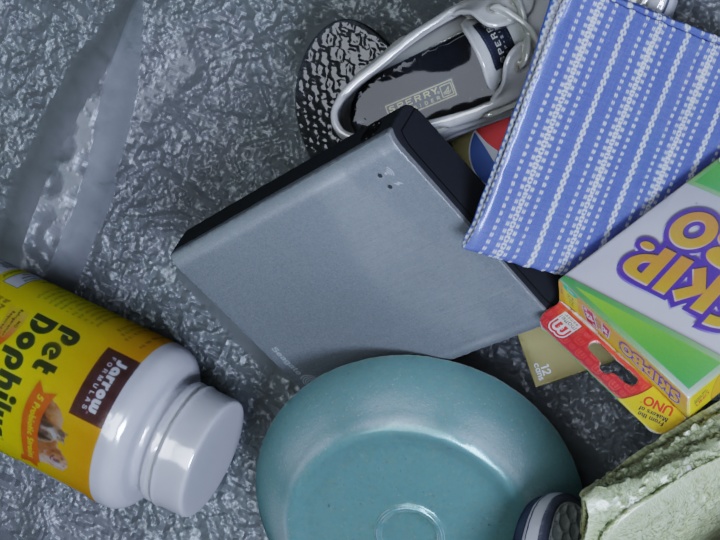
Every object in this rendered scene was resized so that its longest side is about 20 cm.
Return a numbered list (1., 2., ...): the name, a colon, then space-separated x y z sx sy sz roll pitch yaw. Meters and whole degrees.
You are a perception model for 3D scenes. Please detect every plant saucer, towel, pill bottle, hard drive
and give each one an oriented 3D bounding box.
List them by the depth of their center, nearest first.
1. towel: 0.188 0.121 0.725 0.199 0.149 0.037 -26 48 -21
2. towel: 0.151 -0.061 0.752 0.024 0.199 0.146 33 107 52
3. hard drive: 0.000 0.000 0.799 0.140 0.033 0.199 46 138 -19
4. plant saucer: 0.031 0.146 0.828 0.198 0.036 0.202 5 116 10
5. pill bottle: -0.177 0.077 0.890 0.199 0.109 0.110 23 99 15

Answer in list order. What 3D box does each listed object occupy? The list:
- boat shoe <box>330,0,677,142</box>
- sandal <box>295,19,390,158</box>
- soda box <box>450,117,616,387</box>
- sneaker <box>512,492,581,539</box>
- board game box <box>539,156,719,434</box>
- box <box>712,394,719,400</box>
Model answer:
1. boat shoe: 0.073 -0.118 0.752 0.199 0.066 0.073 -21 86 17
2. sandal: 0.021 -0.055 0.860 0.075 0.048 0.202 -23 98 16
3. soda box: 0.102 -0.040 0.818 0.064 0.068 0.202 -19 87 18
4. sneaker: 0.056 0.218 0.794 0.145 0.077 0.204 4 86 42
5. board game box: 0.193 -0.007 0.728 0.199 0.030 0.096 -37 56 -13
6. box: 0.280 0.027 0.751 0.198 0.049 0.083 0 137 15
